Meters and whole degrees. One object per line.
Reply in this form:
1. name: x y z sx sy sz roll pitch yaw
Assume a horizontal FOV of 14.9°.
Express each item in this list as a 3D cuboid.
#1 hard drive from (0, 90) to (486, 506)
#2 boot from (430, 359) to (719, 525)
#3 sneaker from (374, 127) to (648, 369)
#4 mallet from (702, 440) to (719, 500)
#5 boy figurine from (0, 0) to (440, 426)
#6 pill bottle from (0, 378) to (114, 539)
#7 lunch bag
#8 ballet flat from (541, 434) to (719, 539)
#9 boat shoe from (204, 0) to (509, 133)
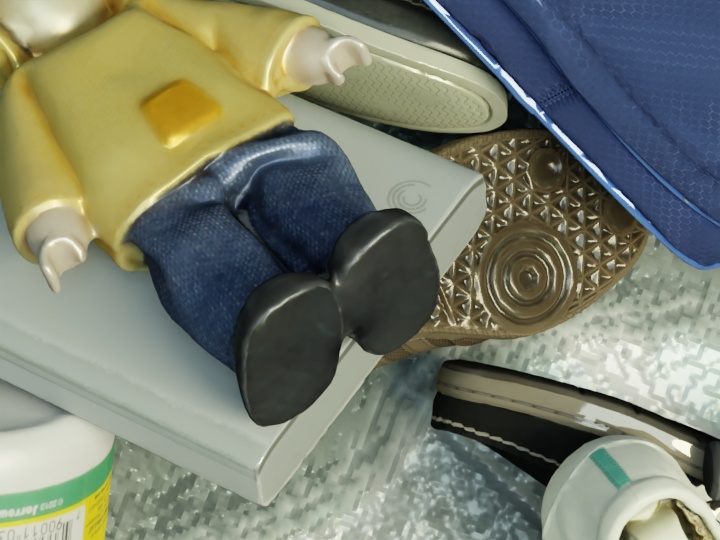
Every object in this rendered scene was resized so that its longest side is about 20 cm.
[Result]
1. hard drive: -0.079 -0.018 0.865 0.199 0.026 0.132 23 55 22
2. boot: 0.094 0.128 0.926 0.199 0.073 0.151 25 91 -8
3. sneaker: 0.000 0.000 0.922 0.199 0.075 0.071 -20 100 -24
4. mallet: 0.210 0.081 0.885 0.199 0.041 0.066 -2 67 -9
5. boy figurine: -0.057 -0.046 0.830 0.124 0.065 0.200 -31 57 -16
6. pill bottle: -0.142 0.125 0.881 0.112 0.113 0.201 6 109 -2
7. lunch bag: 0.099 -0.108 0.864 0.200 0.132 0.136 45 45 -12
8. ballet flat: 0.120 0.144 0.861 0.069 0.069 0.200 -30 100 -1
9. boat shoe: -0.036 -0.104 0.902 0.199 0.072 0.068 23 73 12
